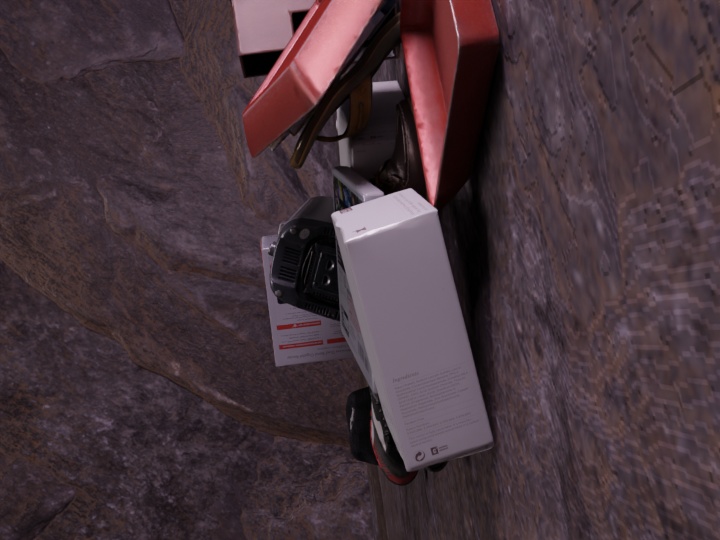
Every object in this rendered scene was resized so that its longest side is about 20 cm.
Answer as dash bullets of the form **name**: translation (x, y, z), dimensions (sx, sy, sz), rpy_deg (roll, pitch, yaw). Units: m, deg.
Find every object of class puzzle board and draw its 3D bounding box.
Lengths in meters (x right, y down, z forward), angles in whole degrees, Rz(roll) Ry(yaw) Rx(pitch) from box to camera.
- **puzzle board**: translation (-0.021, -0.219, 0.945), dimensions (0.201, 0.017, 0.151), rpy_deg (-50, 8, 20)

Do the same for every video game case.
- **video game case**: translation (0.000, 0.000, 0.875), dimensions (0.200, 0.023, 0.186), rpy_deg (-126, 32, -74)

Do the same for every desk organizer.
- **desk organizer**: translation (-0.051, -0.289, 1.045), dimensions (0.072, 0.196, 0.079), rpy_deg (104, 157, -79)

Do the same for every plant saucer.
- **plant saucer**: translation (0.063, -0.178, 0.666), dimensions (0.201, 0.036, 0.203), rpy_deg (90, 174, -62)
- **plant saucer**: translation (-0.038, -0.217, 0.828), dimensions (0.202, 0.036, 0.199), rpy_deg (-62, 16, -17)

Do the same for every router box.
- **router box**: translation (-0.035, 0.034, 1.252), dimensions (0.049, 0.196, 0.183), rpy_deg (-108, 13, -68)

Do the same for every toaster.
- **toaster**: translation (-0.007, -0.013, 1.046), dimensions (0.130, 0.196, 0.115), rpy_deg (-76, 1, -66)

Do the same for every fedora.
- **fedora**: translation (0.023, 0.262, 1.503), dimensions (0.201, 0.090, 0.205), rpy_deg (175, 90, -87)

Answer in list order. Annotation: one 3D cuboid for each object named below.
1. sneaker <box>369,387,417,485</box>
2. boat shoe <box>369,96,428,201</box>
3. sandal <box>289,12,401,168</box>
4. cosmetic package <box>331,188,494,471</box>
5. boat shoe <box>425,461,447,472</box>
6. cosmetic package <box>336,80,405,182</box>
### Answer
- **sneaker**: translation (0.046, 0.194, 1.202), dimensions (0.098, 0.069, 0.205), rpy_deg (111, 155, -87)
- **boat shoe**: translation (0.040, -0.075, 0.903), dimensions (0.073, 0.070, 0.203), rpy_deg (-102, 8, -60)
- **sandal**: translation (-0.003, -0.180, 0.921), dimensions (0.054, 0.200, 0.080), rpy_deg (41, -176, -7)
- **cosmetic package**: translation (0.041, 0.045, 0.730), dimensions (0.113, 0.080, 0.204), rpy_deg (-117, 13, -72)
- **boat shoe**: translation (0.066, 0.093, 0.840), dimensions (0.064, 0.069, 0.204), rpy_deg (-131, 33, -65)
- **cosmetic package**: translation (0.020, -0.139, 1.032), dimensions (0.201, 0.083, 0.109), rpy_deg (-101, 6, -59)
